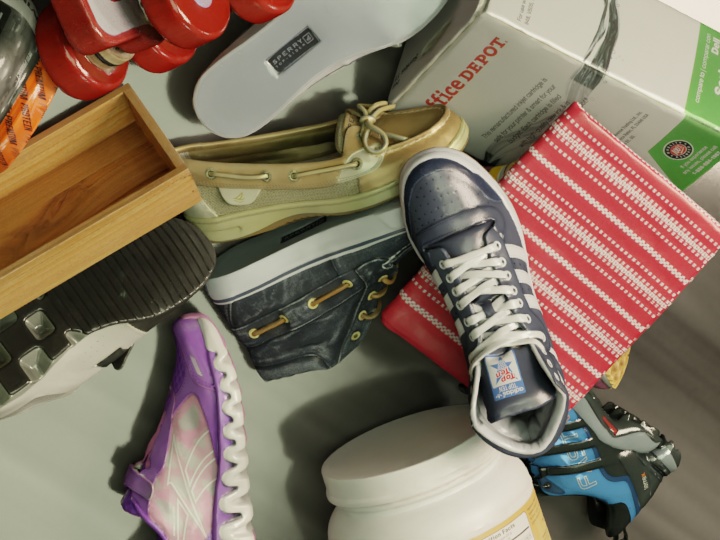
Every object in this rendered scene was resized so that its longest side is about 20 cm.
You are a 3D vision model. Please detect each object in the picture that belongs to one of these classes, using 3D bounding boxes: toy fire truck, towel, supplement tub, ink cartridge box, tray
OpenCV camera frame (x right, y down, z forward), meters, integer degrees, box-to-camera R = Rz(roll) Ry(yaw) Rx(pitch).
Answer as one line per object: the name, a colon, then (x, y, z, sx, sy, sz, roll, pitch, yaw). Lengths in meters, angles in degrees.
toy fire truck: (-0.143, -0.211, 1.616, 0.112, 0.200, 0.169, -23, 93, 33)
towel: (0.126, 0.004, 1.692, 0.144, 0.023, 0.200, 37, 108, -15)
supplement tub: (0.062, 0.207, 1.741, 0.144, 0.145, 0.201, -21, 102, -10)
supplement tub: (-0.289, -0.151, 1.618, 0.199, 0.122, 0.123, 29, 90, -16)
ink cartridge box: (0.138, -0.125, 1.707, 0.199, 0.147, 0.084, 26, 57, -16)
tray: (-0.211, -0.033, 1.666, 0.199, 0.099, 0.037, -30, 139, -8)

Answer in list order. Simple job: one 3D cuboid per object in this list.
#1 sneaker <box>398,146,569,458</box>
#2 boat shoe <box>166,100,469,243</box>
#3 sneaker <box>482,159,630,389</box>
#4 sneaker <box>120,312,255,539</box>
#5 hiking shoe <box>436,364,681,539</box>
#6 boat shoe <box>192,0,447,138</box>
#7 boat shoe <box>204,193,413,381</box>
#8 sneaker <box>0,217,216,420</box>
sneaker: (0.080, 0.025, 1.629, 0.070, 0.109, 0.201, -20, 112, 9)
boat shoe: (-0.029, -0.076, 1.692, 0.199, 0.073, 0.063, -14, 117, 15)
sneaker: (0.115, 0.006, 1.770, 0.201, 0.090, 0.075, 58, 40, -31)
sneaker: (-0.119, 0.130, 1.725, 0.088, 0.080, 0.202, -5, 100, -5)
hiking shoe: (0.128, 0.113, 1.780, 0.199, 0.074, 0.087, 31, 89, -16)
boat shoe: (-0.021, -0.162, 1.700, 0.201, 0.086, 0.075, -37, 104, 12)
boat shoe: (0.000, 0.000, 1.719, 0.199, 0.071, 0.091, -23, 111, 17)
sneaker: (-0.185, 0.035, 1.695, 0.199, 0.089, 0.074, -30, 72, -12)
